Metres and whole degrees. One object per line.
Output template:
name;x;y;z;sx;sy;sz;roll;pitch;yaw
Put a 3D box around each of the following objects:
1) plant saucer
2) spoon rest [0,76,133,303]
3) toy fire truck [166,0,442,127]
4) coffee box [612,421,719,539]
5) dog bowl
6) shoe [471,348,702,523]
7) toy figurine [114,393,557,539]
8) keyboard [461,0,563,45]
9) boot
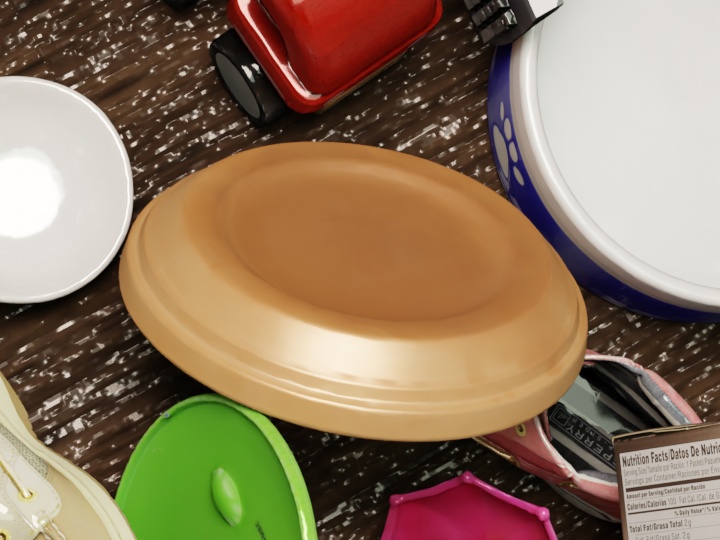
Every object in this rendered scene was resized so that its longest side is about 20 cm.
plant saucer;0.000;0.000;1.191;0.200;0.200;0.038;6;120;-10
spoon rest;-0.196;-0.028;1.218;0.199;0.061;0.100;-8;84;-11
toy fire truck;-0.023;-0.174;1.198;0.129;0.200;0.176;-34;89;-13
coffee box;0.177;0.160;1.162;0.113;0.080;0.201;1;80;-38
dog bowl;0.160;-0.078;1.281;0.200;0.079;0.201;1;82;-10
shoe;0.063;0.041;1.240;0.200;0.091;0.072;34;78;-4
toy figurine;0.017;0.149;1.179;0.184;0.150;0.200;5;43;-36
keyboard;0.034;-0.195;1.201;0.021;0.127;0.200;-24;88;-23
boot;-0.184;0.104;1.135;0.154;0.072;0.200;-10;50;-45
